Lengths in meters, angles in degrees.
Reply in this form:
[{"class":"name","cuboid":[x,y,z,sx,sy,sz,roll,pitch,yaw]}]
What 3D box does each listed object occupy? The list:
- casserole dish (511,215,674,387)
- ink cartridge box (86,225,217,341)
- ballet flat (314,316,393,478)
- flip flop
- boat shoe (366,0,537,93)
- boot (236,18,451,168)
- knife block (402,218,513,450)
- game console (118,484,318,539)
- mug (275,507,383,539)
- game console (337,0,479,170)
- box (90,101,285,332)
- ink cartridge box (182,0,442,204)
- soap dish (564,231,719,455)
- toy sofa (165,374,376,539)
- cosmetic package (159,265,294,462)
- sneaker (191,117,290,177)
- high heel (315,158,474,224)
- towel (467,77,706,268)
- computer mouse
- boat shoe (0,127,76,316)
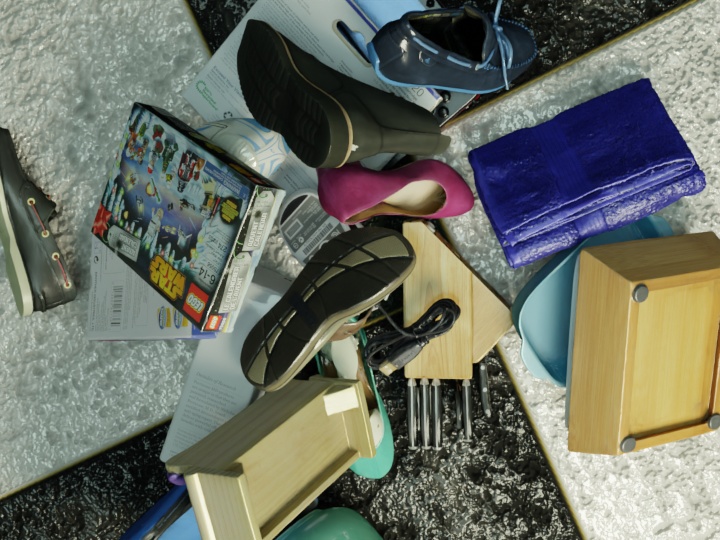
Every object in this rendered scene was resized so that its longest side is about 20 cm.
[{"class":"casserole dish","cuboid":[0.224,0.021,0.918,0.200,0.039,0.122,-42,117,-9]},{"class":"ink cartridge box","cuboid":[-0.196,0.008,0.927,0.198,0.042,0.122,-5,81,41]},{"class":"ballet flat","cuboid":[-0.012,0.128,0.968,0.066,0.070,0.203,-14,96,1]},{"class":"flip flop","cuboid":[-0.028,0.038,0.878,0.200,0.057,0.081,-46,56,9]},{"class":"boat shoe","cuboid":[0.100,-0.204,0.863,0.069,0.198,0.085,-39,75,50]},{"class":"boot","cuboid":[-0.021,-0.158,0.865,0.201,0.137,0.078,56,137,35]},{"class":"knife block","cuboid":[0.067,0.072,0.957,0.200,0.064,0.176,44,98,-1]},{"class":"game console","cuboid":[-0.165,0.275,0.916,0.118,0.171,0.200,44,129,-1]},{"class":"mug","cuboid":[-0.052,0.326,0.956,0.185,0.152,0.115,-44,75,13]},{"class":"game console","cuboid":[0.010,-0.213,0.945,0.176,0.031,0.201,-39,92,8]},{"class":"box","cuboid":[-0.163,-0.052,0.856,0.199,0.040,0.139,34,108,37]},{"class":"ink cartridge box","cuboid":[-0.047,-0.173,0.925,0.200,0.041,0.200,47,116,-1]},{"class":"soap dish","cuboid":[0.276,0.072,0.890,0.155,0.081,0.204,-7,108,-23]},{"class":"toy sofa","cuboid":[-0.078,0.175,0.864,0.096,0.199,0.084,-3,108,34]},{"class":"cosmetic package","cuboid":[-0.130,0.100,0.961,0.070,0.101,0.203,21,98,3]},{"class":"sneaker","cuboid":[-0.147,-0.113,0.927,0.198,0.072,0.073,5,113,43]},{"class":"high heel","cuboid":[0.043,-0.062,0.886,0.198,0.097,0.067,18,128,-39]},{"class":"towel","cuboid":[0.208,-0.100,0.894,0.197,0.050,0.149,-22,54,7]},{"class":"computer mouse","cuboid":[0.000,0.000,0.918,0.110,0.044,0.201,-42,84,28]},{"class":"boat shoe","cuboid":[-0.352,-0.056,0.985,0.062,0.073,0.204,-16,85,-29]}]
